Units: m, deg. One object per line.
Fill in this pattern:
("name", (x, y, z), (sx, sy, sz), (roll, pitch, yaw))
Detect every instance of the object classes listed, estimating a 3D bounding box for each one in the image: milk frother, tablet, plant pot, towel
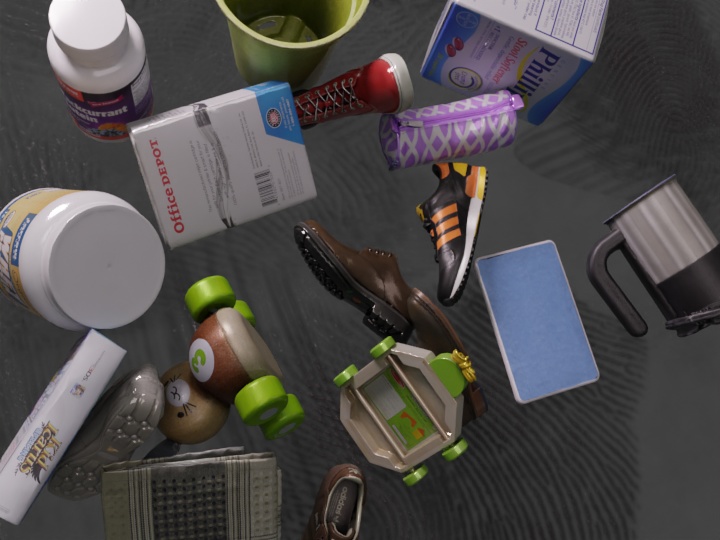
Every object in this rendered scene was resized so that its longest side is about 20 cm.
("milk frother", (0.411, -0.015, 0.987), (0.179, 0.200, 0.190), (-31, 81, -14))
("tablet", (0.237, 0.066, 1.027), (0.127, 0.014, 0.204), (-13, 78, -15))
("plant pot", (-0.097, -0.326, 0.984), (0.195, 0.184, 0.205), (3, 72, -10))
("towel", (-0.179, 0.287, 0.828), (0.188, 0.035, 0.205), (-2, 108, -10))

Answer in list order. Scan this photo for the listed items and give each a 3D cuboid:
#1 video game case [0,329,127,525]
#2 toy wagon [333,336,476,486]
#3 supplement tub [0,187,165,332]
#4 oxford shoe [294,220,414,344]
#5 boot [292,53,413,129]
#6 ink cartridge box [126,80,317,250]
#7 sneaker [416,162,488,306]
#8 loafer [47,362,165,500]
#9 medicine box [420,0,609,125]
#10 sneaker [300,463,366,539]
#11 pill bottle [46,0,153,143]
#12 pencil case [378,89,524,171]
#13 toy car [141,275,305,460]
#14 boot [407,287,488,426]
("video game case", (-0.320, 0.157, 0.792), (0.045, 0.199, 0.184), (33, 70, -17))
("toy wagon", (0.062, 0.153, 0.883), (0.156, 0.199, 0.039), (53, 32, 5))
("supplement tub", (-0.309, -0.014, 0.825), (0.143, 0.198, 0.148), (-6, 99, -39))
("oxford shoe", (0.000, 0.000, 0.965), (0.199, 0.072, 0.085), (42, 68, -9))
("boot", (-0.022, -0.218, 0.967), (0.142, 0.200, 0.074), (-20, 103, -15))
("ink cartridge box", (-0.170, -0.134, 0.936), (0.196, 0.084, 0.148), (-21, 113, -16))
("sneaker", (0.112, -0.051, 1.015), (0.088, 0.070, 0.204), (12, 71, 9))
("loafer", (-0.275, 0.179, 0.828), (0.069, 0.200, 0.070), (34, 26, -29))
("medicine box", (0.205, -0.316, 1.041), (0.196, 0.182, 0.105), (22, 71, -3))
("sneaker", (-0.040, 0.320, 0.865), (0.069, 0.076, 0.204), (15, 71, -6))
("pill bottle", (-0.310, -0.245, 0.910), (0.109, 0.200, 0.114), (3, 73, -9))
("pencil case", (0.119, -0.196, 1.041), (0.196, 0.086, 0.085), (-14, 64, -16))
("toy car", (-0.190, 0.140, 0.860), (0.198, 0.158, 0.166), (-32, 66, -4))
("boot", (0.080, 0.123, 0.915), (0.096, 0.075, 0.202), (-33, 116, -10))
